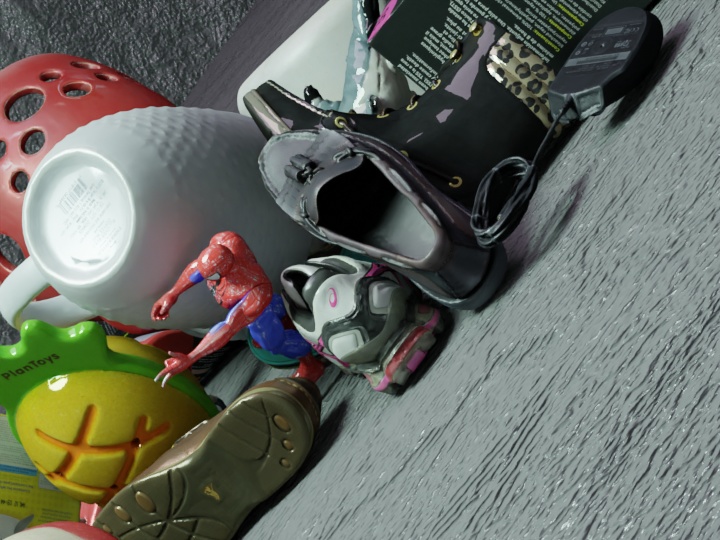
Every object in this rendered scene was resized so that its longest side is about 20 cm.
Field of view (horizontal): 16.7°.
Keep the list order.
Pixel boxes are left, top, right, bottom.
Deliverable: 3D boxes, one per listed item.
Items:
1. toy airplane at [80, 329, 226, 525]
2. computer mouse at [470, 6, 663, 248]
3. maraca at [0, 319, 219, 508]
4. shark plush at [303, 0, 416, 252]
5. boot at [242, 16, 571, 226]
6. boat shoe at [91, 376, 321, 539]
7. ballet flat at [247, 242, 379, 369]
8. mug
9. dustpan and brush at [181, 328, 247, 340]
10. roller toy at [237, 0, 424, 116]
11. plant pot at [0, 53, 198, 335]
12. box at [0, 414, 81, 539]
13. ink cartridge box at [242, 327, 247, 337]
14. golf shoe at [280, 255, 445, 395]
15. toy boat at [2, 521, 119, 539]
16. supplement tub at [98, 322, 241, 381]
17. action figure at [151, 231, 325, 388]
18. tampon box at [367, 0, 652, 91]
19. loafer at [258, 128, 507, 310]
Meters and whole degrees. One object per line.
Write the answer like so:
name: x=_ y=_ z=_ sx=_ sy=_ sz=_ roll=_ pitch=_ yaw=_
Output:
toy airplane: x=-0.192 y=0.134 z=1.787 sx=0.200 sy=0.141 sz=0.199 roll=-37 pitch=30 yaw=3
computer mouse: x=0.124 y=-0.081 z=1.443 sx=0.058 sy=0.034 sz=0.200 roll=0 pitch=45 yaw=49
maraca: x=-0.176 y=0.092 z=1.632 sx=0.137 sy=0.200 sz=0.108 roll=-26 pitch=47 yaw=23
shark plush: x=-0.011 y=-0.110 z=1.712 sx=0.083 sy=0.202 sz=0.091 roll=9 pitch=21 yaw=30
boot: x=0.034 y=-0.098 z=1.571 sx=0.151 sy=0.200 sz=0.073 roll=-47 pitch=-34 yaw=-7
boat shoe: x=-0.096 y=0.137 z=1.580 sx=0.200 sy=0.072 sz=0.068 roll=-41 pitch=2 yaw=27
ballet flat: x=0.000 y=0.000 z=1.669 sx=0.200 sy=0.071 sz=0.071 roll=-45 pitch=12 yaw=36
mug: x=-0.154 y=-0.020 z=1.618 sx=0.200 sy=0.148 sz=0.175 roll=-36 pitch=-16 yaw=24
dustpan and brush: x=-0.127 y=-0.013 z=1.797 sx=0.200 sy=0.057 sz=0.141 roll=-10 pitch=-63 yaw=-68
roller toy: x=0.011 y=-0.141 z=1.870 sx=0.182 sy=0.140 sz=0.200 roll=-43 pitch=3 yaw=-6
plant pot: x=-0.198 y=-0.051 z=1.897 sx=0.182 sy=0.201 sz=0.201 roll=22 pitch=69 yaw=39
box: x=-0.252 y=0.201 z=1.670 sx=0.048 sy=0.117 sz=0.202 roll=-17 pitch=65 yaw=51
ink cartridge box: x=-0.068 y=-0.026 z=1.792 sx=0.100 sy=0.039 sz=0.200 roll=-63 pitch=-19 yaw=-20
golf shoe: x=-0.008 y=0.019 z=1.528 sx=0.073 sy=0.092 sz=0.200 roll=-53 pitch=9 yaw=-4
toy boat: x=-0.189 y=0.236 z=1.560 sx=0.130 sy=0.131 sz=0.200 roll=-19 pitch=-18 yaw=-47
supplement tub: x=-0.170 y=0.044 z=2.077 sx=0.200 sy=0.122 sz=0.123 roll=-43 pitch=13 yaw=37
action figure: x=-0.089 y=0.038 z=1.545 sx=0.099 sy=0.065 sz=0.200 roll=-33 pitch=-24 yaw=-4
tampon box: x=0.123 y=-0.212 z=1.662 sx=0.200 sy=0.126 sz=0.150 roll=-45 pitch=11 yaw=31
loafer: x=0.003 y=-0.042 z=1.465 sx=0.200 sy=0.063 sz=0.072 roll=32 pitch=94 yaw=40
